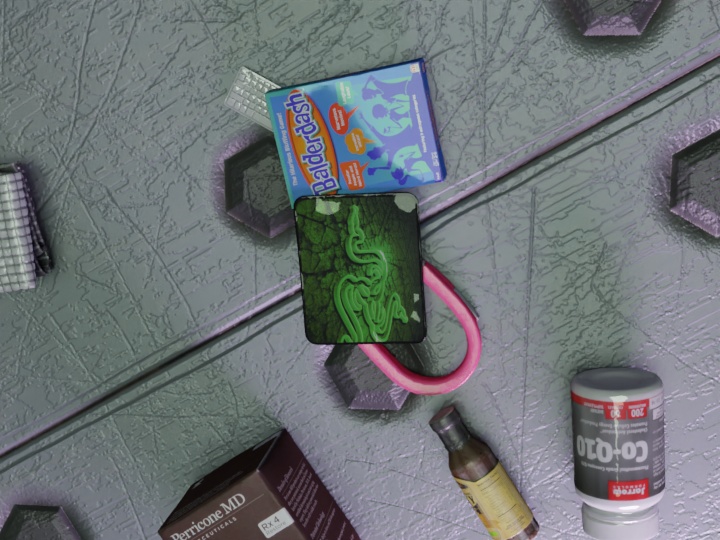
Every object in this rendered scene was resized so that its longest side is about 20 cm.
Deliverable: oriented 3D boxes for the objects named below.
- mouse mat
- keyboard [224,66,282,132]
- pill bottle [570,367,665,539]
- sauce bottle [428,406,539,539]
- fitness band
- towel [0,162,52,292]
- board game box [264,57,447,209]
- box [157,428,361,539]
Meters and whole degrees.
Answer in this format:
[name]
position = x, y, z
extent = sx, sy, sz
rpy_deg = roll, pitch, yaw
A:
[mouse mat]
position = 0.000, 0.000, 1.391
extent = 0.161, 0.008, 0.200
rpy_deg = -2, 107, 10
[keyboard]
position = -0.077, -0.189, 1.402
extent = 0.200, 0.011, 0.056
rpy_deg = 29, 103, 2
[pill bottle]
position = 0.324, 0.231, 1.376
extent = 0.114, 0.114, 0.200
rpy_deg = -3, 100, 8
[sauce bottle]
position = 0.158, 0.270, 1.434
extent = 0.065, 0.065, 0.200
rpy_deg = -31, 94, 12
[fitness band]
position = 0.068, 0.070, 1.420
extent = 0.144, 0.037, 0.200
rpy_deg = -43, 92, 13
[towel]
position = -0.518, -0.050, 1.455
extent = 0.200, 0.086, 0.166
rpy_deg = -9, 98, 11
[board game box]
position = -0.005, -0.169, 1.366
extent = 0.200, 0.045, 0.152
rpy_deg = -10, 105, 14
[box]
position = -0.125, 0.351, 1.435
extent = 0.166, 0.164, 0.200
rpy_deg = -34, 95, 13
